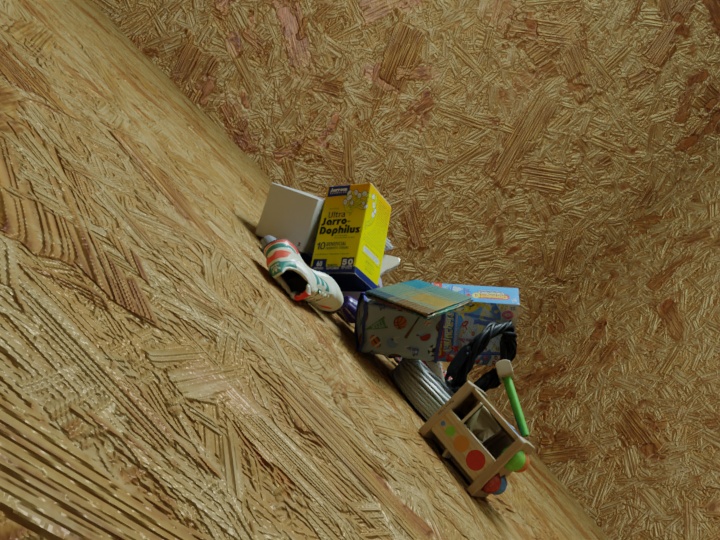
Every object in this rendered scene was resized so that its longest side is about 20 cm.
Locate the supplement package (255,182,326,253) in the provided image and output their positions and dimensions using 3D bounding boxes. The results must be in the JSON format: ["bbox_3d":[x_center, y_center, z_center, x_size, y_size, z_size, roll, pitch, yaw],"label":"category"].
[{"bbox_3d":[-0.126,-0.112,1.360,0.120,0.121,0.200,21,6,15],"label":"supplement package"}]

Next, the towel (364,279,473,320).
[{"bbox_3d":[0.118,0.055,1.197,0.146,0.022,0.199,18,16,31],"label":"towel"}]

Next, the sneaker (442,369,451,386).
[{"bbox_3d":[0.232,0.320,1.625,0.098,0.071,0.201,40,5,-40],"label":"sneaker"}]

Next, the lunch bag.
[{"bbox_3d":[0.074,0.110,1.259,0.168,0.125,0.200,10,11,-5],"label":"lunch bag"}]

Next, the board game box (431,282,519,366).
[{"bbox_3d":[0.253,0.127,1.390,0.056,0.194,0.201,-77,167,-50],"label":"board game box"}]

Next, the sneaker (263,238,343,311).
[{"bbox_3d":[-0.099,0.033,1.087,0.200,0.070,0.094,46,20,-38],"label":"sneaker"}]

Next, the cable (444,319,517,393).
[{"bbox_3d":[0.280,0.196,1.324,0.162,0.201,0.051,28,11,-37],"label":"cable"}]

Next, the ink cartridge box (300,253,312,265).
[{"bbox_3d":[-0.126,-0.021,1.482,0.094,0.044,0.200,43,4,-15],"label":"ink cartridge box"}]

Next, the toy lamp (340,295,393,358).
[{"bbox_3d":[0.023,0.130,1.419,0.200,0.058,0.058,44,4,-32],"label":"toy lamp"}]

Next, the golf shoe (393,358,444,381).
[{"bbox_3d":[0.176,0.257,1.482,0.200,0.092,0.073,47,-6,-7],"label":"golf shoe"}]

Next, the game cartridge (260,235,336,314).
[{"bbox_3d":[-0.116,0.015,1.247,0.133,0.041,0.200,53,7,38],"label":"game cartridge"}]

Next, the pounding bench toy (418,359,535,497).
[{"bbox_3d":[0.236,0.276,1.056,0.156,0.200,0.124,46,3,31],"label":"pounding bench toy"}]

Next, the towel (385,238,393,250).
[{"bbox_3d":[-0.034,-0.072,1.524,0.147,0.199,0.024,39,50,-37],"label":"towel"}]

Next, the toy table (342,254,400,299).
[{"bbox_3d":[0.000,0.000,1.489,0.182,0.118,0.200,18,-30,-8],"label":"toy table"}]

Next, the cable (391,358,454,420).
[{"bbox_3d":[0.149,0.264,1.278,0.200,0.069,0.200,44,3,-28],"label":"cable"}]

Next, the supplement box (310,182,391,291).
[{"bbox_3d":[-0.018,-0.067,1.271,0.108,0.202,0.109,-1,-23,28],"label":"supplement box"}]
